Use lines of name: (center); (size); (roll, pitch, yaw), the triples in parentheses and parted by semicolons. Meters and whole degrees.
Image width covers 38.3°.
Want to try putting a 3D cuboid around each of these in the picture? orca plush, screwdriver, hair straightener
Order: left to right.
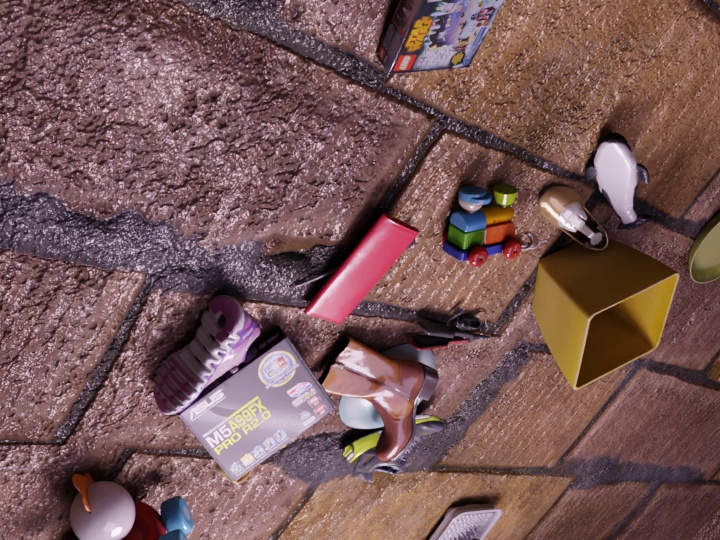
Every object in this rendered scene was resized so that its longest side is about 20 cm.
screwdriver: (-0.007, -0.012, 1.562); (0.199, 0.028, 0.029); (-24, 169, -10)
hair straightener: (0.170, 0.101, 1.801); (0.199, 0.041, 0.077); (5, 124, -43)
orca plush: (0.447, -0.163, 1.747); (0.200, 0.105, 0.071); (51, 49, -30)

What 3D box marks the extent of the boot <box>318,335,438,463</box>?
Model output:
boot: (0.014, 0.219, 1.720); (0.199, 0.069, 0.189); (20, 107, -33)

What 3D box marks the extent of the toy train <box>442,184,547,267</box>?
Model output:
toy train: (0.227, -0.085, 1.643); (0.199, 0.085, 0.116); (-12, 121, -31)

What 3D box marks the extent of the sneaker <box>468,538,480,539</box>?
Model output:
sneaker: (0.178, 0.651, 2.259); (0.200, 0.076, 0.115); (-43, 138, 5)

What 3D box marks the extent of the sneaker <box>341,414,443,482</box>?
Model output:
sneaker: (0.067, 0.324, 1.891); (0.199, 0.081, 0.074); (-20, 163, -19)

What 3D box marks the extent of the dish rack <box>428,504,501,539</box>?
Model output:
dish rack: (0.212, 0.594, 2.324); (0.171, 0.044, 0.200); (9, 121, -43)

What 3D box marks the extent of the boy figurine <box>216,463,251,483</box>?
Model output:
boy figurine: (-0.151, 0.261, 1.674); (0.200, 0.064, 0.124); (-39, 145, -7)

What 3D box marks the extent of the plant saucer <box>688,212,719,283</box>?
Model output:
plant saucer: (0.745, -0.062, 2.131); (0.199, 0.031, 0.201); (-22, 139, -21)

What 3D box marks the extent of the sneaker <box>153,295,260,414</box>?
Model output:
sneaker: (-0.213, 0.129, 1.483); (0.200, 0.081, 0.088); (-50, 149, 11)

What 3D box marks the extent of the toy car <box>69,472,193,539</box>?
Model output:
toy car: (-0.374, 0.373, 1.558); (0.184, 0.177, 0.201); (-23, 113, 0)

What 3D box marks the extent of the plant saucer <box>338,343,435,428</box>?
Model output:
plant saucer: (0.057, 0.216, 1.822); (0.200, 0.039, 0.202); (-22, 138, -21)

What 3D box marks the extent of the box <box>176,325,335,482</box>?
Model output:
box: (-0.159, 0.205, 1.583); (0.200, 0.044, 0.161); (-35, 121, -6)

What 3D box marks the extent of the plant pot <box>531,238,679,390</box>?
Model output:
plant pot: (0.416, 0.055, 1.851); (0.199, 0.177, 0.201); (-23, 140, -21)

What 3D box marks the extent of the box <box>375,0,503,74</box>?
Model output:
box: (0.115, -0.335, 1.292); (0.136, 0.040, 0.200); (-11, 147, -31)

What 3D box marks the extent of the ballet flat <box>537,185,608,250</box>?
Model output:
ballet flat: (0.370, -0.086, 1.766); (0.069, 0.063, 0.200); (-50, 141, 12)

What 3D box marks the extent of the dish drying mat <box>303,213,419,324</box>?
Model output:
dish drying mat: (0.000, 0.000, 1.548); (0.077, 0.018, 0.200); (19, 121, -41)
